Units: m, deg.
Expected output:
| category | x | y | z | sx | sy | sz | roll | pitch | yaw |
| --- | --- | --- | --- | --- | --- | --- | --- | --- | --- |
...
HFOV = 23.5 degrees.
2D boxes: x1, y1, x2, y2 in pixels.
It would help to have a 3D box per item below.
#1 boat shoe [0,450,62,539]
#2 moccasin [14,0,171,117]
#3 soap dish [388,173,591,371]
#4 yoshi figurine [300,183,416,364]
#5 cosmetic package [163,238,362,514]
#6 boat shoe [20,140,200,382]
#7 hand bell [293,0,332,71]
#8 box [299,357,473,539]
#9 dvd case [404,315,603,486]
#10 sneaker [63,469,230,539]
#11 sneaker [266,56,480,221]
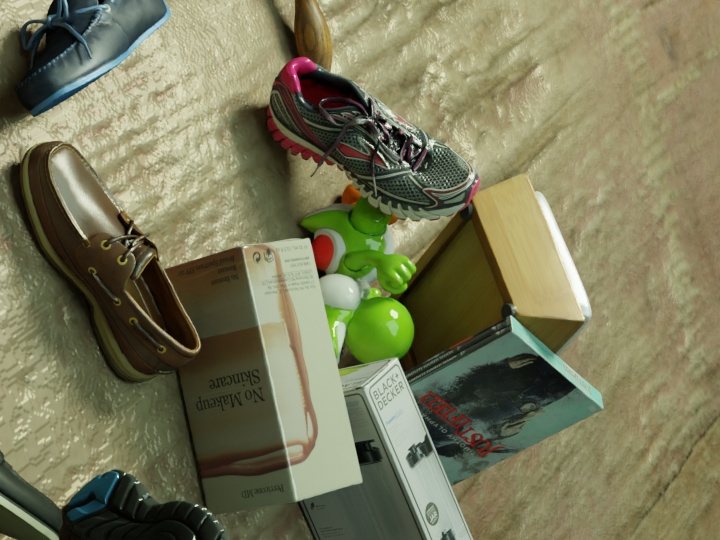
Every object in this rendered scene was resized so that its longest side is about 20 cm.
| category | x | y | z | sx | sy | sz | roll | pitch | yaw |
| --- | --- | --- | --- | --- | --- | --- | --- | --- | --- |
| boat shoe | -0.266 | 0.115 | 1.132 | 0.201 | 0.074 | 0.063 | 43 | 55 | -30 |
| moccasin | -0.215 | -0.178 | 1.311 | 0.068 | 0.080 | 0.200 | 57 | 26 | -16 |
| soap dish | 0.105 | 0.035 | 1.522 | 0.081 | 0.200 | 0.158 | 3 | 53 | -32 |
| yoshi figurine | 0.013 | 0.007 | 1.509 | 0.112 | 0.112 | 0.200 | 48 | 47 | -41 |
| cosmetic package | -0.080 | 0.084 | 1.363 | 0.087 | 0.103 | 0.200 | -9 | 84 | -51 |
| boat shoe | -0.181 | -0.011 | 1.290 | 0.072 | 0.067 | 0.200 | -46 | 114 | -49 |
| hand bell | -0.052 | -0.263 | 1.550 | 0.104 | 0.104 | 0.200 | -34 | 117 | -52 |
| box | 0.010 | 0.180 | 1.435 | 0.060 | 0.117 | 0.200 | -37 | 107 | -51 |
| dvd case | 0.088 | 0.123 | 1.490 | 0.146 | 0.200 | 0.022 | 40 | 32 | -38 |
| sneaker | -0.127 | 0.201 | 1.193 | 0.073 | 0.200 | 0.082 | -43 | 123 | -14 |
| sneaker | 0.009 | -0.110 | 1.478 | 0.200 | 0.075 | 0.081 | 26 | 57 | 7 |
